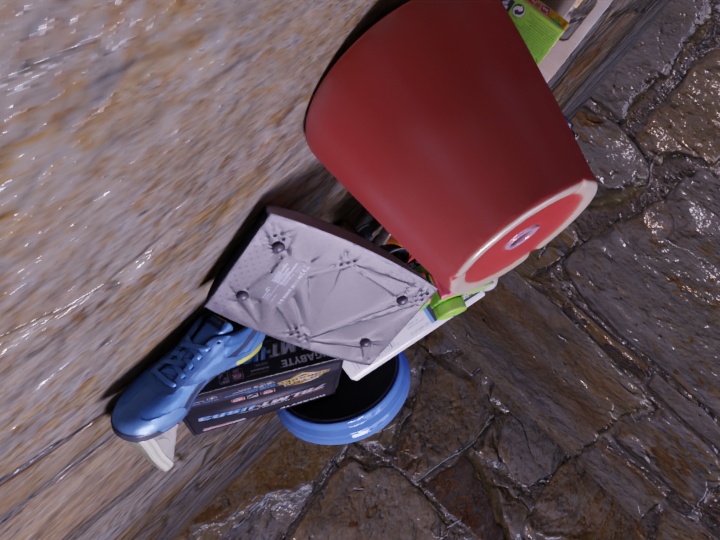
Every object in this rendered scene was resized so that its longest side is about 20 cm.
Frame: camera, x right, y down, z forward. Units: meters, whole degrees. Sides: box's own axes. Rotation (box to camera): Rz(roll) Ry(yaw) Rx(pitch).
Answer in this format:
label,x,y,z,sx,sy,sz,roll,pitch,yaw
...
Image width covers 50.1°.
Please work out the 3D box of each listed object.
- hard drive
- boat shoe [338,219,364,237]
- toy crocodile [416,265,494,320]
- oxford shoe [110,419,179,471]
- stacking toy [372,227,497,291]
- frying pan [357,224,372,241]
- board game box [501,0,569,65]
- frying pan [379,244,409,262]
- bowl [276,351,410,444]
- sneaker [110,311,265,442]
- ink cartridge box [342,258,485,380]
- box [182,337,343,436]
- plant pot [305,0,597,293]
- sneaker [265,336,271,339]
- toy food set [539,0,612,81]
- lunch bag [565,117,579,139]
label,x,y,z,sx,sy,sz,roll,pitch,yaw
hard drive,-0.038,0.016,0.758,0.135,0.199,0.042,-51,-146,26
boat shoe,-0.010,-0.010,1.071,0.067,0.072,0.200,-38,159,4
toy crocodile,0.064,0.025,0.885,0.198,0.068,0.062,-13,165,-19
oxford shoe,-0.231,0.178,0.860,0.058,0.075,0.200,-54,174,-24
stacking toy,0.128,-0.033,1.208,0.147,0.199,0.146,-54,178,-2
frying pan,-0.040,-0.003,1.146,0.190,0.031,0.115,-42,169,-44
board game box,0.101,-0.181,0.735,0.030,0.095,0.200,-50,177,-46
frying pan,-0.009,0.011,0.945,0.189,0.031,0.115,-13,148,-54
bowl,-0.030,0.150,1.086,0.201,0.200,0.040,-43,138,-26
sneaker,-0.172,0.088,0.781,0.200,0.066,0.079,-40,155,-37
ink cartridge box,0.048,0.041,1.032,0.197,0.044,0.200,-34,-161,2
box,-0.124,0.136,0.938,0.198,0.050,0.199,-14,159,-11
plant pot,0.081,-0.093,0.626,0.200,0.178,0.201,-31,164,-10
sneaker,-0.138,0.130,1.057,0.200,0.088,0.076,-45,174,1
toy food set,0.210,-0.281,0.749,0.144,0.060,0.201,-53,-164,38
lunch bag,0.121,-0.124,0.869,0.200,0.168,0.139,-48,172,8
